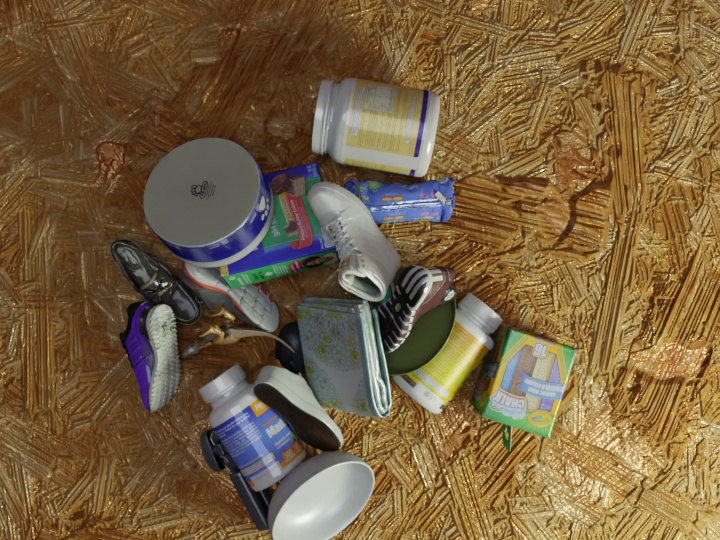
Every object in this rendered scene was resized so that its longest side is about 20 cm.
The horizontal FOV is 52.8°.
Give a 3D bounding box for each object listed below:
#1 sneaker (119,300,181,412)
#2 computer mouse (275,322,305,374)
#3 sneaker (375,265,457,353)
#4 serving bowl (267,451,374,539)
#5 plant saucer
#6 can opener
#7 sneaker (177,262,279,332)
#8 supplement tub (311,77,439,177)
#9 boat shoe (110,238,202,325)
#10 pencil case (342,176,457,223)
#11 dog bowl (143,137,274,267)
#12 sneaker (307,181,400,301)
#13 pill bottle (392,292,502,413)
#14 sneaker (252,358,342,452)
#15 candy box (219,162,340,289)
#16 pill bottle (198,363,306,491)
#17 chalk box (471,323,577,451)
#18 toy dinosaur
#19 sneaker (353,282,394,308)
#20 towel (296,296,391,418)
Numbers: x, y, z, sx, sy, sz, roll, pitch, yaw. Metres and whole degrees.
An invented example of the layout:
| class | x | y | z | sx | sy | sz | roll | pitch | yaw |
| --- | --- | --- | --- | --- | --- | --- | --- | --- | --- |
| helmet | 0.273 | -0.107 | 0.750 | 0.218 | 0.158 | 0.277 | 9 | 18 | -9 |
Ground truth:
| class | x | y | z | sx | sy | sz | roll | pitch | yaw |
| --- | --- | --- | --- | --- | --- | --- | --- | --- | --- |
| sneaker | -0.376 | 0.145 | 1.274 | 0.099 | 0.069 | 0.202 | 12 | 107 | 27 |
| computer mouse | -0.123 | 0.194 | 1.288 | 0.058 | 0.034 | 0.202 | -1 | 92 | -1 |
| sneaker | 0.096 | 0.063 | 1.178 | 0.115 | 0.200 | 0.076 | -10 | 59 | -35 |
| serving bowl | -0.075 | 0.381 | 1.239 | 0.200 | 0.200 | 0.066 | -47 | 48 | 0 |
| plant saucer | 0.079 | 0.088 | 1.239 | 0.199 | 0.031 | 0.201 | -18 | 55 | 27 |
| can opener | -0.217 | 0.369 | 1.291 | 0.067 | 0.053 | 0.201 | -27 | 92 | 32 |
| sneaker | -0.233 | 0.048 | 1.278 | 0.200 | 0.077 | 0.082 | 40 | 129 | -12 |
| supplement tub | 0.025 | -0.244 | 1.227 | 0.199 | 0.145 | 0.146 | 10 | 91 | -1 |
| boat shoe | -0.363 | 0.023 | 1.268 | 0.200 | 0.065 | 0.073 | 40 | 89 | -2 |
| pencil case | 0.068 | -0.117 | 1.230 | 0.199 | 0.087 | 0.079 | -4 | 99 | -20 |
| dog bowl | -0.245 | -0.112 | 1.178 | 0.199 | 0.079 | 0.201 | -3 | 67 | 8 |
| sneaker | -0.017 | -0.042 | 1.137 | 0.074 | 0.116 | 0.200 | -35 | 108 | 33 |
| pill bottle | 0.153 | 0.139 | 1.251 | 0.109 | 0.109 | 0.200 | 39 | 91 | -1 |
| sneaker | -0.095 | 0.227 | 1.246 | 0.073 | 0.085 | 0.200 | -28 | 115 | 28 |
| candy box | -0.148 | -0.076 | 1.236 | 0.199 | 0.077 | 0.170 | -15 | 68 | 0 |
| pill bottle | -0.190 | 0.265 | 1.249 | 0.112 | 0.112 | 0.201 | -33 | 90 | 0 |
| chalk box | 0.269 | 0.205 | 1.246 | 0.123 | 0.124 | 0.201 | 19 | 90 | -1 |
| toy dinosaur | -0.223 | 0.107 | 1.257 | 0.199 | 0.106 | 0.061 | -9 | 56 | 18 |
| sneaker | 0.000 | 0.000 | 1.248 | 0.077 | 0.080 | 0.201 | -24 | 79 | 19 |
| towel | -0.030 | 0.143 | 1.226 | 0.048 | 0.171 | 0.201 | -17 | 103 | -42 |
